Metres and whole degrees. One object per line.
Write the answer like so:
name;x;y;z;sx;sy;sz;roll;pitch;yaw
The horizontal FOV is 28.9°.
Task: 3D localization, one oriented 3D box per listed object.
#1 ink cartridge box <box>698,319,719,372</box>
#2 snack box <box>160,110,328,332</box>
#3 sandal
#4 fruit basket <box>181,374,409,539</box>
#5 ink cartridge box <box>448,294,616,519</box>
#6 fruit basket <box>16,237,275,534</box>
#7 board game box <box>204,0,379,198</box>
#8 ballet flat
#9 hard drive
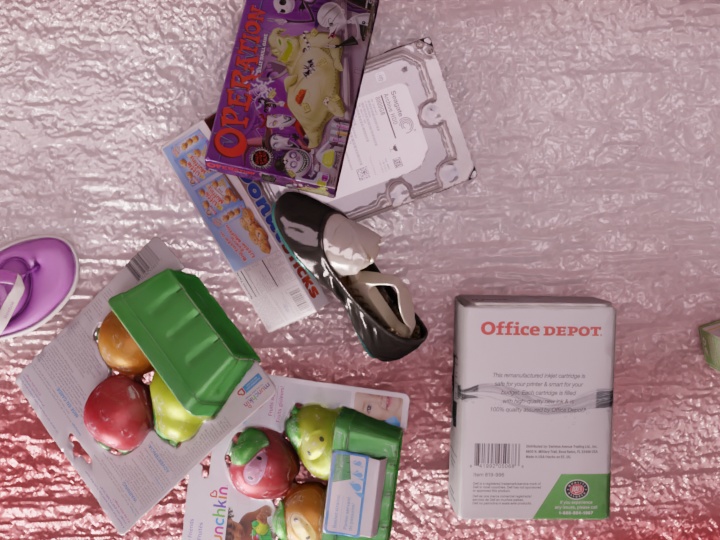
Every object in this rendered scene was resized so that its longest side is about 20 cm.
ink cartridge box;0.406;0.068;1.256;0.144;0.200;0.048;-16;98;-2
snack box;-0.107;-0.042;1.277;0.024;0.072;0.201;-37;99;-45
sandal;-0.349;0.034;1.276;0.201;0.050;0.083;-26;97;-1
fruit basket;-0.062;0.192;1.291;0.198;0.094;0.187;8;95;-1
ink cartridge box;0.158;0.124;1.302;0.145;0.083;0.202;2;96;-4
fruit basket;-0.195;0.103;1.262;0.200;0.094;0.186;-46;72;16
board game box;-0.059;-0.172;1.246;0.119;0.032;0.202;10;72;4
ballet flat;0.000;0.000;1.263;0.068;0.068;0.200;-13;128;36
hard drive;-0.006;-0.117;1.292;0.198;0.038;0.141;-20;97;-3
